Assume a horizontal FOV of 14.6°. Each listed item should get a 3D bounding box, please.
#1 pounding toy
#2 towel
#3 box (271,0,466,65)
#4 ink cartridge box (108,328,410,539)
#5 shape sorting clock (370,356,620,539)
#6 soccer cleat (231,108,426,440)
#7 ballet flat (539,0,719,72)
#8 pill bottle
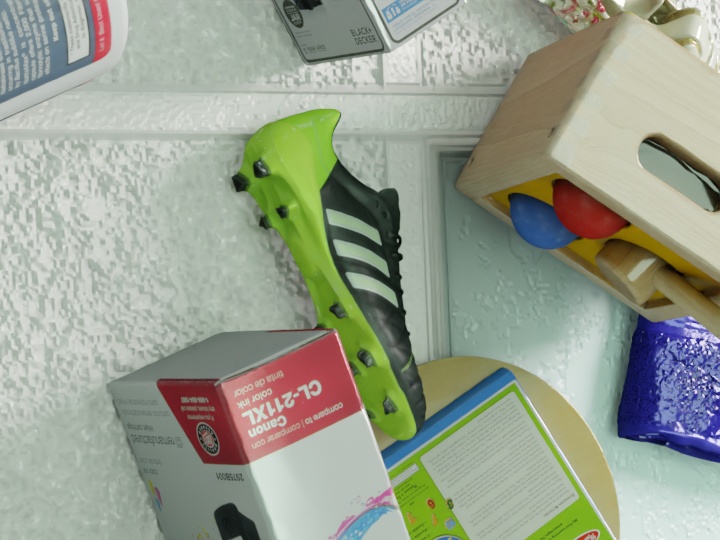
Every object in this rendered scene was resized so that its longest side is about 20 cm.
[{"bbox_3d":[0.178,-0.030,1.651,0.200,0.184,0.143,34,76,-12],"label":"pounding toy"},{"bbox_3d":[0.242,0.023,1.789,0.147,0.049,0.201,13,81,-30],"label":"towel"},{"bbox_3d":[-0.031,-0.221,1.598,0.060,0.116,0.201,-35,104,-23],"label":"box"},{"bbox_3d":[-0.045,0.139,1.555,0.083,0.146,0.201,-24,99,-28],"label":"ink cartridge box"},{"bbox_3d":[0.067,0.152,1.682,0.199,0.039,0.201,6,75,-22],"label":"shape sorting clock"},{"bbox_3d":[0.000,0.000,1.633,0.081,0.067,0.201,-29,96,-31],"label":"soccer cleat"},{"bbox_3d":[0.174,-0.153,1.737,0.200,0.064,0.076,37,56,-29],"label":"ballet flat"},{"bbox_3d":[-0.233,-0.123,1.471,0.199,0.119,0.120,-28,101,-29],"label":"pill bottle"}]
